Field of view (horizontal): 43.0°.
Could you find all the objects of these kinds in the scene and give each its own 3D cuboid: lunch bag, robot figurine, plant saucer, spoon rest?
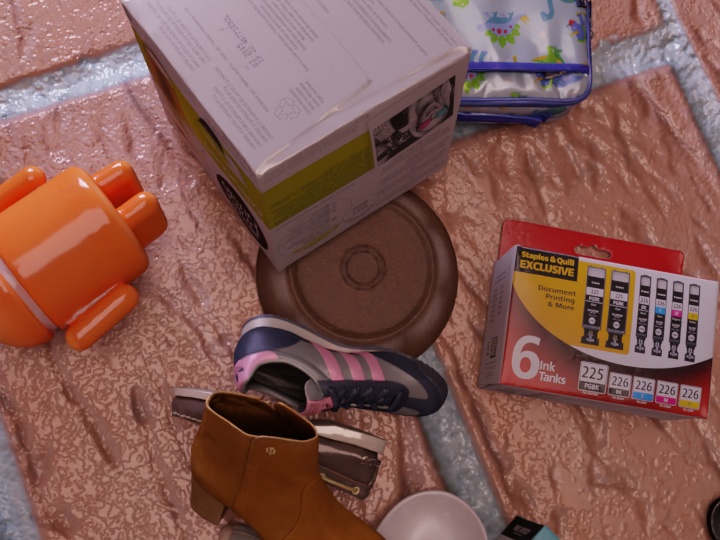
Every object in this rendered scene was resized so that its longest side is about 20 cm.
[{"bbox_3d":[0.129,-0.226,0.911,0.199,0.082,0.161,1,83,-6],"label":"lunch bag"},{"bbox_3d":[-0.269,-0.013,0.804,0.200,0.117,0.144,-38,114,-13],"label":"robot figurine"},{"bbox_3d":[0.000,0.000,0.876,0.200,0.037,0.201,1,80,-8],"label":"plant saucer"},{"bbox_3d":[0.026,0.278,0.813,0.200,0.061,0.099,-37,67,-10],"label":"spoon rest"}]

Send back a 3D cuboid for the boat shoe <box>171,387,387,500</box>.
[{"bbox_3d":[-0.079,0.153,0.823,0.199,0.072,0.060,16,84,-4],"label":"boat shoe"}]

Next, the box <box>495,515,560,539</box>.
[{"bbox_3d":[0.103,0.312,0.812,0.049,0.082,0.200,45,78,1],"label":"box"}]

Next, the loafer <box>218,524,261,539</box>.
[{"bbox_3d":[-0.117,0.323,0.795,0.063,0.072,0.201,12,72,12],"label":"loafer"}]

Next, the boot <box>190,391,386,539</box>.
[{"bbox_3d":[-0.048,0.182,0.753,0.201,0.144,0.071,22,41,2],"label":"boot"}]

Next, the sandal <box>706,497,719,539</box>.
[{"bbox_3d":[0.437,0.229,0.888,0.199,0.045,0.075,-15,82,-10],"label":"sandal"}]

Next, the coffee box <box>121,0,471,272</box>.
[{"bbox_3d":[-0.052,-0.156,0.797,0.200,0.198,0.200,-34,73,-12],"label":"coffee box"}]

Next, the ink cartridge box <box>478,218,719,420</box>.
[{"bbox_3d":[0.227,0.041,0.874,0.199,0.084,0.176,9,79,-5],"label":"ink cartridge box"}]

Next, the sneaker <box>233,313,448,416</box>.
[{"bbox_3d":[-0.019,0.107,0.822,0.199,0.070,0.082,15,38,-3],"label":"sneaker"}]
